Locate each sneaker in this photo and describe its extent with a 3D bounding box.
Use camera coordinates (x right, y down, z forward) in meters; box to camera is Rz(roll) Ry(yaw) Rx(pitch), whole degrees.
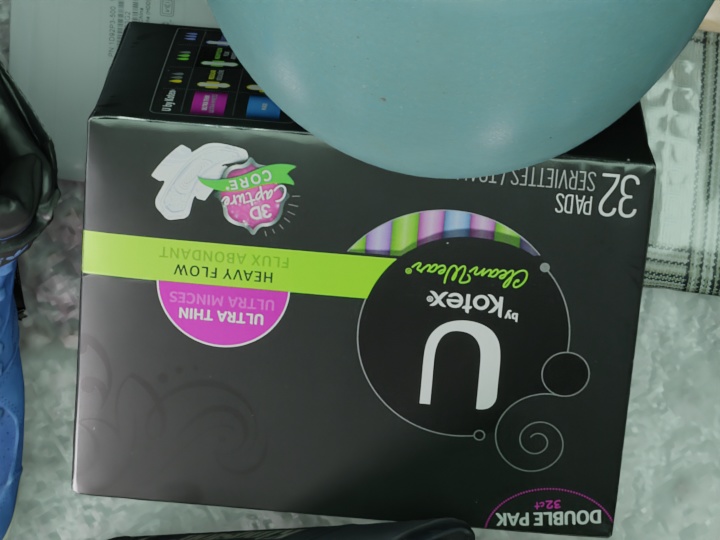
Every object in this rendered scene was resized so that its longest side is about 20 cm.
[{"bbox_3d":[-0.150,0.008,0.944,0.076,0.111,0.202,-4,86,-24],"label":"sneaker"}]

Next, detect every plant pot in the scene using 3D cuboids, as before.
[{"bbox_3d":[0.032,-0.125,0.858,0.199,0.161,0.202,2,60,-3],"label":"plant pot"}]

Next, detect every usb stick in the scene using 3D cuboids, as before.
[{"bbox_3d":[-0.040,0.112,0.979,0.055,0.199,0.033,-25,101,-43],"label":"usb stick"}]

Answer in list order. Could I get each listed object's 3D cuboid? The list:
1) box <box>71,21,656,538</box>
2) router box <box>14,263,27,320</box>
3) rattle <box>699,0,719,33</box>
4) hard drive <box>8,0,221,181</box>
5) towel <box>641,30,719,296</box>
[{"bbox_3d":[0.000,0.000,0.984,0.198,0.124,0.150,4,111,0],"label":"box"},{"bbox_3d":[-0.219,-0.068,1.038,0.149,0.062,0.202,-9,89,-1],"label":"router box"},{"bbox_3d":[0.176,-0.149,0.954,0.199,0.130,0.144,11,99,21],"label":"rattle"},{"bbox_3d":[-0.036,-0.091,1.030,0.198,0.026,0.133,6,116,0],"label":"hard drive"},{"bbox_3d":[0.199,-0.084,1.050,0.191,0.035,0.202,6,88,1],"label":"towel"}]
